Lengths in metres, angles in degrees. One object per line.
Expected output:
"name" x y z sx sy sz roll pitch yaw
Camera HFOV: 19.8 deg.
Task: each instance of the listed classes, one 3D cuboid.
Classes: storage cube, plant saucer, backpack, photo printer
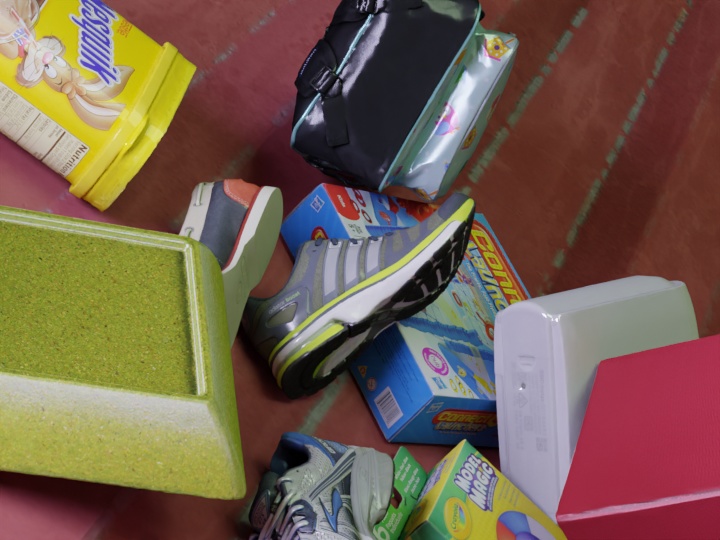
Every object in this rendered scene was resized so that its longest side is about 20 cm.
"storage cube" 0.256 0.158 1.388 0.171 0.179 0.200 62 29 -27
"plant saucer" -0.163 0.033 1.212 0.199 0.048 0.201 9 40 -18
"backpack" 0.029 -0.145 1.609 0.153 0.176 0.200 26 2 -11
"photo printer" 0.184 0.092 1.525 0.199 0.069 0.167 -9 99 -48

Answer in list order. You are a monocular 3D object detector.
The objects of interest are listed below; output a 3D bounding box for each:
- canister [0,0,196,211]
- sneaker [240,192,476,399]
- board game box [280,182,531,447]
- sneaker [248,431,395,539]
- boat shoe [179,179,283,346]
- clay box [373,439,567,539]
"canister" -0.223 -0.149 1.402 0.200 0.087 0.149 36 29 -13
"sneaker" 0.000 0.000 1.438 0.200 0.074 0.081 -36 67 -24
"board game box" 0.058 0.037 1.560 0.195 0.056 0.201 8 46 -48
"sneaker" -0.033 0.169 1.266 0.085 0.077 0.200 26 25 -13
"boat shoe" -0.109 0.009 1.370 0.062 0.071 0.200 10 43 12
"clay box" 0.097 0.201 1.405 0.200 0.048 0.115 44 28 -6
